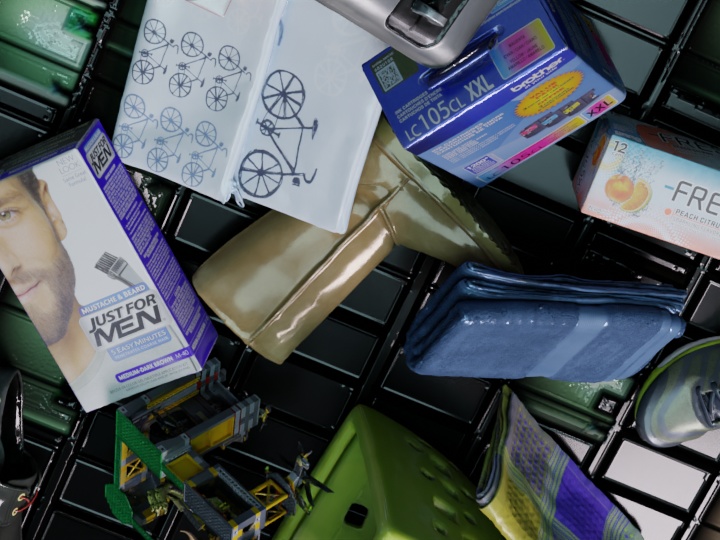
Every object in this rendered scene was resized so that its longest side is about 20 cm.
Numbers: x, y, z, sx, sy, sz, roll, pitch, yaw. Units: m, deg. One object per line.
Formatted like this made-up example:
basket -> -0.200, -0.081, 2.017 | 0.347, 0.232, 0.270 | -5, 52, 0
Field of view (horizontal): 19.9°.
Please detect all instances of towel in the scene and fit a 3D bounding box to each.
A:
towel -> 0.138, 0.042, 1.539 | 0.199, 0.049, 0.112 | 3, 149, -27
towel -> 0.161, 0.197, 1.604 | 0.023, 0.144, 0.200 | -31, 111, 28

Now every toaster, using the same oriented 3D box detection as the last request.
toaster -> -0.017, -0.238, 1.333 | 0.180, 0.200, 0.119 | 27, 97, -43

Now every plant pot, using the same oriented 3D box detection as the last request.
plant pot -> 0.038, 0.257, 1.603 | 0.181, 0.200, 0.200 | 26, 110, -17

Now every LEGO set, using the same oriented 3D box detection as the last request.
LEGO set -> -0.102, 0.166, 1.590 | 0.116, 0.200, 0.154 | -27, 134, -33

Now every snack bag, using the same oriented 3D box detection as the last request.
snack bag -> -0.075, -0.134, 1.503 | 0.199, 0.021, 0.189 | 22, 110, 9

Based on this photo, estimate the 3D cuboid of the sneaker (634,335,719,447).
sneaker -> 0.306, 0.087, 1.592 | 0.199, 0.081, 0.074 | -26, 110, 10

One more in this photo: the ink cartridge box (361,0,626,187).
ink cartridge box -> 0.092, -0.136, 1.432 | 0.136, 0.200, 0.077 | -32, 71, 15

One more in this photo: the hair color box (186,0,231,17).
hair color box -> -0.099, -0.289, 1.426 | 0.101, 0.061, 0.201 | 23, 99, -10

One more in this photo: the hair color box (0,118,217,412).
hair color box -> -0.204, -0.002, 1.554 | 0.109, 0.065, 0.201 | -21, 110, 20

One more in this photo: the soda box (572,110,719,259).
soda box -> 0.263, -0.053, 1.544 | 0.199, 0.064, 0.069 | 18, 111, -9

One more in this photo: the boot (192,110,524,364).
boot -> 0.000, 0.000, 1.567 | 0.200, 0.066, 0.175 | -43, 94, 15

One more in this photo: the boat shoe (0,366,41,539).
boat shoe -> -0.289, 0.171, 1.626 | 0.063, 0.074, 0.203 | -1, 108, 9
